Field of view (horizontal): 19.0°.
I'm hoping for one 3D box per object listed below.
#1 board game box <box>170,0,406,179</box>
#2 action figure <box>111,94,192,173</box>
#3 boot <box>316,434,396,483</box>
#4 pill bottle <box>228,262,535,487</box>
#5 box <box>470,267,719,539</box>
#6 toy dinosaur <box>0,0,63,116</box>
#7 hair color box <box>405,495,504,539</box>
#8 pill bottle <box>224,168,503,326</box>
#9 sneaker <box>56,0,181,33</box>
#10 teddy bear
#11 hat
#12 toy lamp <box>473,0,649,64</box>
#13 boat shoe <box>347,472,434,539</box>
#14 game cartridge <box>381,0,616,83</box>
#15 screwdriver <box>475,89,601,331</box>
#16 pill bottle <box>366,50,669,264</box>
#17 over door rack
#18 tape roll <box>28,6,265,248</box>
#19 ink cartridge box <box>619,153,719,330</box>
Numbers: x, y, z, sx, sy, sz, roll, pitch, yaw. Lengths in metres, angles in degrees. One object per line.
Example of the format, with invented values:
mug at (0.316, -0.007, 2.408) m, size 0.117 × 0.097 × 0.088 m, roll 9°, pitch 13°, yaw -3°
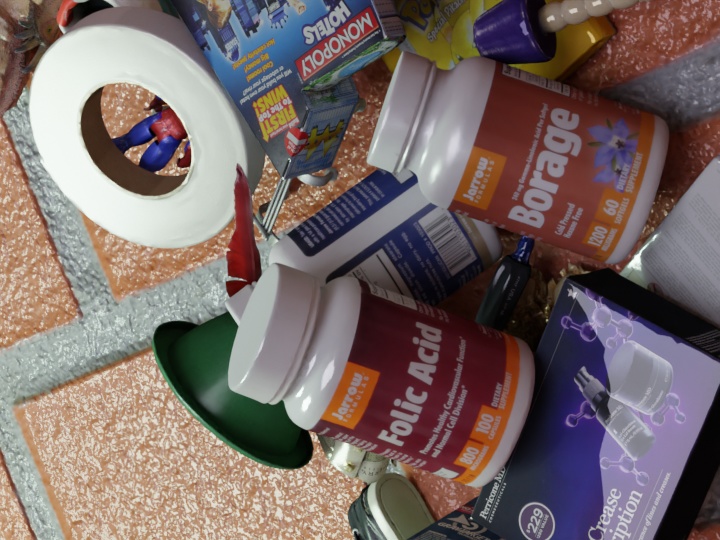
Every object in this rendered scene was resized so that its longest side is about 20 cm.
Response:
board game box at (-0.045, -0.183, 1.609) m, size 0.199 × 0.061 × 0.201 m, roll -26°, pitch 85°, yaw 44°
action figure at (-0.163, -0.112, 1.770) m, size 0.200 × 0.051 × 0.066 m, roll -35°, pitch 76°, yaw 41°
boot at (0.030, 0.107, 1.718) m, size 0.200 × 0.072 × 0.156 m, roll 43°, pitch 130°, yaw 45°
pill bottle at (0.014, 0.072, 1.537) m, size 0.198 × 0.115 × 0.115 m, roll 20°, pitch 124°, yaw -14°
box at (0.184, 0.120, 1.554) m, size 0.141 × 0.079 × 0.202 m, roll 30°, pitch 110°, yaw 29°
toy dinosaur at (-0.316, -0.188, 1.903) m, size 0.135 × 0.086 × 0.201 m, roll 34°, pitch 128°, yaw 16°
hair color box at (0.067, 0.255, 1.674) m, size 0.060 × 0.199 × 0.101 m, roll 15°, pitch 113°, yaw 33°
pill bottle at (0.000, 0.000, 1.638) m, size 0.199 × 0.111 × 0.111 m, roll -35°, pitch 80°, yaw -5°
sneaker at (-0.217, -0.237, 1.781) m, size 0.200 × 0.093 × 0.071 m, roll 53°, pitch 132°, yaw 31°
teddy bear at (0.156, 0.093, 1.652) m, size 0.144 × 0.067 × 0.202 m, roll -23°, pitch 83°, yaw 35°
hat at (-0.057, 0.042, 1.732) m, size 0.176 × 0.200 × 0.166 m, roll -48°, pitch 71°, yaw 16°
toy lamp at (0.174, -0.190, 1.518) m, size 0.199 × 0.058 × 0.059 m, roll -16°, pitch 94°, yaw 27°
boat shoe at (0.044, 0.270, 1.778) m, size 0.066 × 0.074 × 0.201 m, roll -33°, pitch 83°, yaw 41°
game cartridge at (0.076, -0.206, 1.630) m, size 0.176 × 0.032 × 0.201 m, roll -42°, pitch 79°, yaw 38°
screwdriver at (0.132, -0.045, 1.612) m, size 0.029 × 0.028 × 0.202 m, roll 21°, pitch 100°, yaw 6°
pill bottle at (0.111, -0.086, 1.540) m, size 0.198 × 0.112 × 0.113 m, roll 18°, pitch 119°, yaw -3°
over door rack at (-0.078, -0.132, 1.756) m, size 0.200 × 0.066 × 0.149 m, roll 46°, pitch 127°, yaw 34°
tape roll at (-0.172, -0.112, 1.716) m, size 0.201 × 0.037 × 0.204 m, roll 13°, pitch 126°, yaw 19°
ink cartridge box at (0.275, 0.024, 1.557) m, size 0.160 × 0.047 × 0.200 m, roll 51°, pitch 144°, yaw 13°
